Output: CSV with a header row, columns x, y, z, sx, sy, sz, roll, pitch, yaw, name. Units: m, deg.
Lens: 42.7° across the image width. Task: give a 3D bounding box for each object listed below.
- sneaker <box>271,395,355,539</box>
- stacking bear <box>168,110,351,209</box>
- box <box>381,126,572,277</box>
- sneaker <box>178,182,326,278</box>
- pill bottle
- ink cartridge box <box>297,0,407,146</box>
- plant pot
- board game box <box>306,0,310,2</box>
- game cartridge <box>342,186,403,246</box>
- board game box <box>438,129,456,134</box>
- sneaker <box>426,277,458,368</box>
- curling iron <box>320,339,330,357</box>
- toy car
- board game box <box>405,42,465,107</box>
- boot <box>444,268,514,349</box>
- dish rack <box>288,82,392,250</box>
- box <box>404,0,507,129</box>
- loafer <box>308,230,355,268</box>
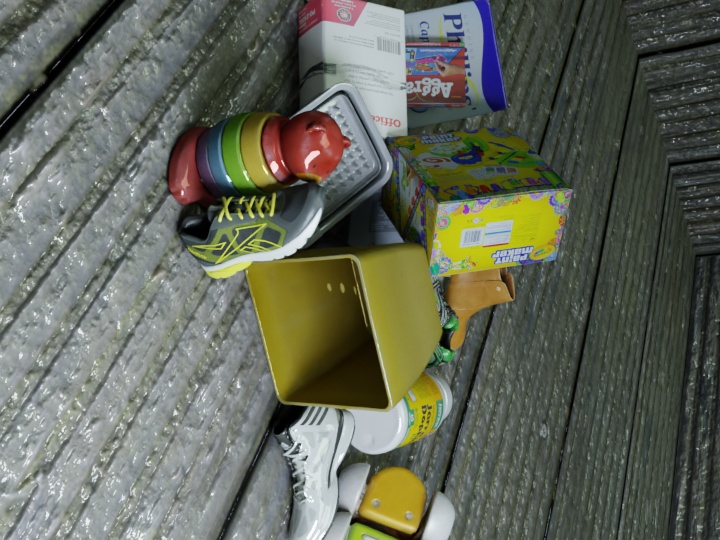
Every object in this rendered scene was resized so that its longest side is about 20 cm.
x,y,z,sx,sy,sz,roll,pitch,yaw,name
-0.084,0.262,1.222,0.115,0.076,0.201,32,61,-34,sneaker
-0.110,-0.136,1.096,0.121,0.200,0.114,29,59,-54,stacking bear
0.158,-0.103,1.311,0.193,0.200,0.122,-118,-153,-49,box
-0.129,-0.053,1.065,0.085,0.200,0.075,40,36,-37,sneaker
0.062,0.210,1.417,0.200,0.113,0.113,-1,86,-60,pill bottle
-0.011,-0.289,1.362,0.145,0.084,0.200,3,81,-31,ink cartridge box
-0.003,0.055,1.218,0.176,0.200,0.200,-25,106,-47,plant pot
-0.051,-0.507,1.419,0.152,0.046,0.200,60,38,-35,board game box
0.071,-0.089,1.427,0.200,0.040,0.134,-2,113,-20,game cartridge
0.126,-0.148,1.534,0.200,0.165,0.057,31,51,-54,board game box
0.135,0.070,1.593,0.078,0.085,0.200,23,65,-56,sneaker
-0.028,0.068,1.379,0.200,0.026,0.050,-58,154,-53,curling iron
0.027,0.386,1.313,0.150,0.175,0.200,106,7,-48,toy car
0.064,-0.307,1.446,0.019,0.200,0.103,92,-2,-82,board game box
0.208,0.056,1.653,0.071,0.144,0.202,-42,126,-50,boot
-0.063,-0.145,1.263,0.200,0.044,0.172,-39,124,-14,dish rack
0.127,-0.337,1.521,0.105,0.200,0.184,-80,158,-80,box
0.000,0.000,1.374,0.200,0.072,0.063,37,34,-35,loafer
